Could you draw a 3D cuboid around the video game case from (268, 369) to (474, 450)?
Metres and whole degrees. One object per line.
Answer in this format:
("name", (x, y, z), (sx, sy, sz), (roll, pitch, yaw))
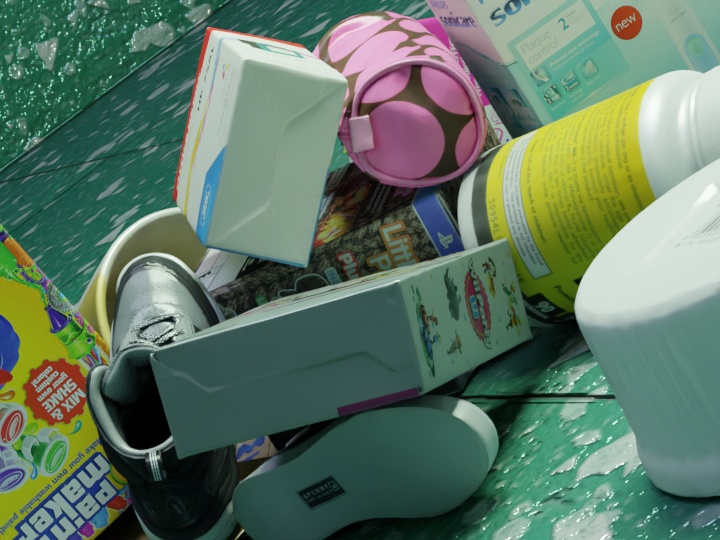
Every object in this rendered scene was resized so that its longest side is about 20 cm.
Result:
("video game case", (0.036, 0.040, 1.638), (0.142, 0.019, 0.200), (-20, 17, 31))

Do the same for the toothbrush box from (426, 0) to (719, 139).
("toothbrush box", (0.156, -0.133, 1.591), (0.146, 0.200, 0.085), (-35, 13, -10))

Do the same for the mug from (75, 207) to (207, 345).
("mug", (-0.153, 0.057, 1.759), (0.186, 0.150, 0.153), (-21, -8, -32))

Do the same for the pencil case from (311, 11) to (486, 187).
("pencil case", (0.016, -0.105, 1.572), (0.093, 0.091, 0.200), (0, 12, -9))

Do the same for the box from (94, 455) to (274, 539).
("box", (-0.125, 0.174, 1.540), (0.200, 0.021, 0.164), (-13, 26, 50))

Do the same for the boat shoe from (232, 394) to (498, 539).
("boat shoe", (0.010, 0.101, 1.406), (0.200, 0.072, 0.068), (-30, 13, 47))

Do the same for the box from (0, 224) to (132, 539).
("box", (-0.243, 0.102, 1.590), (0.200, 0.193, 0.122), (-43, 7, -7))

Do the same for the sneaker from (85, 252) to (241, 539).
("sneaker", (-0.115, 0.056, 1.472), (0.075, 0.114, 0.201), (-14, 57, 4))

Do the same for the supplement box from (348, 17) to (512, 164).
("supplement box", (0.093, -0.131, 1.782), (0.199, 0.102, 0.103), (-11, 4, -22))

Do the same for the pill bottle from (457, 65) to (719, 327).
("pill bottle", (0.163, -0.047, 1.458), (0.200, 0.114, 0.114), (-23, 17, 40))

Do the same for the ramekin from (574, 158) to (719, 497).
("ramekin", (0.198, 0.010, 1.211), (0.200, 0.098, 0.201), (-32, 13, 9))

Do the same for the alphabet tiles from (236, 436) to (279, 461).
("alphabet tiles", (-0.085, 0.125, 1.668), (0.200, 0.008, 0.167), (-32, 13, 10))

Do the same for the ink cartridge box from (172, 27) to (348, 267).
("ink cartridge box", (-0.067, -0.082, 1.569), (0.200, 0.067, 0.117), (-135, 56, -74))

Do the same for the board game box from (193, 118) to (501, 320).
("board game box", (0.000, 0.000, 1.613), (0.199, 0.097, 0.160), (-24, 17, 21))

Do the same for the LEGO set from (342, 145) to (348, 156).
("LEGO set", (0.023, -0.099, 1.957), (0.153, 0.116, 0.200), (-25, 16, 33))

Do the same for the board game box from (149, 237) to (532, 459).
("board game box", (-0.005, 0.039, 1.388), (0.147, 0.065, 0.200), (-15, 3, 21))
